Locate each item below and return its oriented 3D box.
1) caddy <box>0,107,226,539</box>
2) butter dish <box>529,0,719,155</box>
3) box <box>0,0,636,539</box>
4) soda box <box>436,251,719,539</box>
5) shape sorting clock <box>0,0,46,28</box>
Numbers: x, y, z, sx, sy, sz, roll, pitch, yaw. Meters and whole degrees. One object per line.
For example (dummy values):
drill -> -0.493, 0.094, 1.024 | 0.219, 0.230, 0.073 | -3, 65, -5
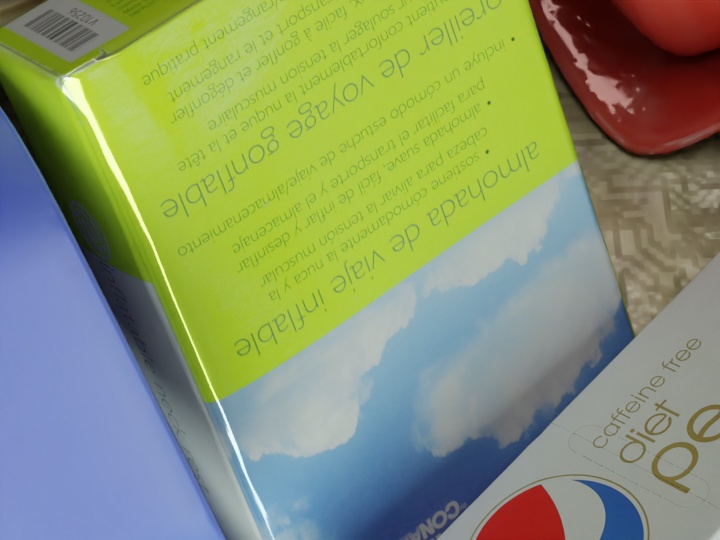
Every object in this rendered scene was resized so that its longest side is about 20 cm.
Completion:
caddy -> -0.097, 0.059, 0.703 | 0.105, 0.141, 0.200 | -26, 78, -8
butter dish -> 0.100, -0.160, 0.786 | 0.200, 0.148, 0.200 | -29, 80, 14
box -> 0.000, 0.000, 0.740 | 0.122, 0.200, 0.048 | -34, 34, -20
soda box -> 0.077, 0.071, 0.746 | 0.064, 0.068, 0.200 | 26, 60, 41
shape sorting clock -> -0.154, -0.096, 0.789 | 0.199, 0.039, 0.200 | -6, 29, 3
